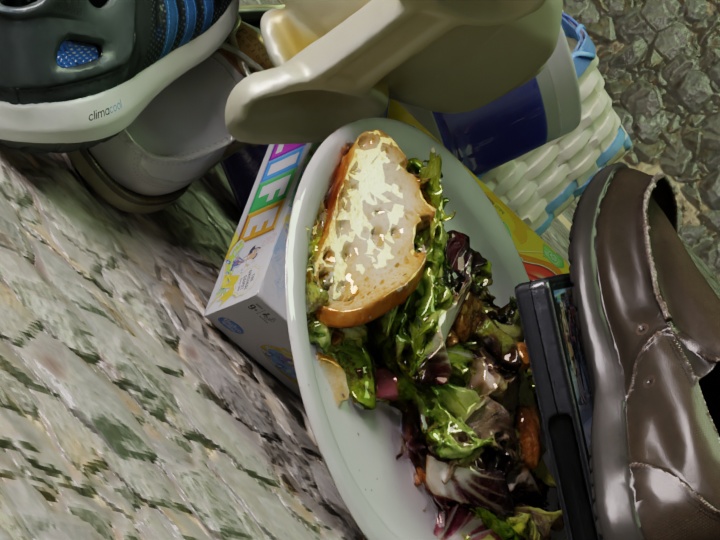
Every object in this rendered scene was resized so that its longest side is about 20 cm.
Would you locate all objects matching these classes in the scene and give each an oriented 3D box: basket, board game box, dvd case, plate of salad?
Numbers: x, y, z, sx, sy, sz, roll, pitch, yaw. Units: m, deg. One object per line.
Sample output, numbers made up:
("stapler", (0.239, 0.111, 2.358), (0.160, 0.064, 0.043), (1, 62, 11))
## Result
("basket", (0.063, -0.112, 1.583), (0.139, 0.176, 0.200), (36, -16, 51))
("board game box", (0.031, 0.021, 1.077), (0.200, 0.034, 0.135), (41, 49, -28))
("dvd case", (0.105, 0.099, 1.044), (0.143, 0.017, 0.201), (-7, 85, -74))
("plate of salad", (0.037, 0.033, 0.998), (0.200, 0.048, 0.201), (33, 49, -48))

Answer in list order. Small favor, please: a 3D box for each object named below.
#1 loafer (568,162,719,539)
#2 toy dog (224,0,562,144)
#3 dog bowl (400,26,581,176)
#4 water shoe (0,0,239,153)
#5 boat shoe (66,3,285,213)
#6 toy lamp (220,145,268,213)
("loafer", (0.129, 0.041, 1.005), (0.073, 0.071, 0.201), (57, 25, -52))
("toy dog", (0.006, -0.172, 1.027), (0.193, 0.139, 0.201), (-2, 63, -45))
("dog bowl", (0.037, -0.148, 1.322), (0.201, 0.079, 0.200), (63, -4, 7))
("water shoe", (-0.095, -0.118, 1.004), (0.200, 0.071, 0.079), (-66, 158, -60))
("boat shoe", (-0.068, -0.083, 1.092), (0.075, 0.068, 0.200), (54, 24, -4))
("toy lamp", (0.000, 0.000, 1.181), (0.200, 0.058, 0.058), (52, 11, 19))
